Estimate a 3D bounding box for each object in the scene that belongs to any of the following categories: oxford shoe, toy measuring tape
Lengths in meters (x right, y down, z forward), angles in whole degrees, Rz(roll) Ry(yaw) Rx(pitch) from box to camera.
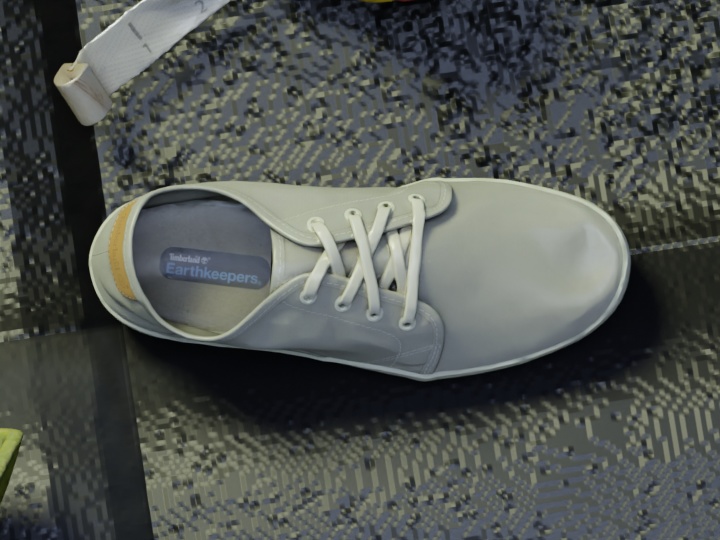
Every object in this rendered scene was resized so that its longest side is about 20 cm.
[{"bbox_3d":[0.000,0.000,0.971,0.199,0.058,0.076,2,83,-2],"label":"oxford shoe"},{"bbox_3d":[-0.018,-0.110,0.969,0.200,0.074,0.074,-37,86,-6],"label":"toy measuring tape"}]

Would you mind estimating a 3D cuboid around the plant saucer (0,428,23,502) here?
[{"bbox_3d":[-0.221,0.122,0.890,0.199,0.200,0.048,-8,108,7],"label":"plant saucer"}]
